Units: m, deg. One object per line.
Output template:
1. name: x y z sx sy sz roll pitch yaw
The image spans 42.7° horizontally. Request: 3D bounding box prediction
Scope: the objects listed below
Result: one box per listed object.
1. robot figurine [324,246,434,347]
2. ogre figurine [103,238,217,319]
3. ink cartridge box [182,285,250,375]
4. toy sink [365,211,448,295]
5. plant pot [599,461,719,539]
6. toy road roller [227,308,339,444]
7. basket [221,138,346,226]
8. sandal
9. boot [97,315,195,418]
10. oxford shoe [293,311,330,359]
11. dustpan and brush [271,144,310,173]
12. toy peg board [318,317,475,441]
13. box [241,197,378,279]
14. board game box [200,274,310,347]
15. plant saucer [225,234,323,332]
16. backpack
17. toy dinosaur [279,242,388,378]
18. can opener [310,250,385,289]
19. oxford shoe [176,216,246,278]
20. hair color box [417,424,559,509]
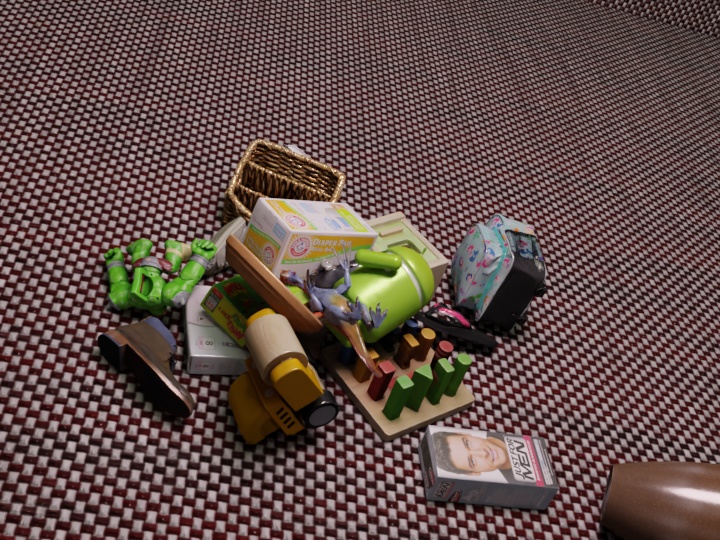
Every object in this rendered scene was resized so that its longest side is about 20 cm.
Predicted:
1. robot figurine: 0.035 0.039 1.496 0.200 0.176 0.116 -33 55 -19
2. ogre figurine: -0.339 0.009 1.499 0.199 0.098 0.120 8 57 2
3. ink cartridge box: -0.189 0.099 1.512 0.199 0.057 0.163 1 42 -16
4. toy sink: 0.044 -0.030 1.718 0.130 0.112 0.200 -16 51 -38
5. plant pot: 0.474 0.368 1.403 0.199 0.188 0.187 12 36 13
6. toy road roller: -0.133 0.169 1.348 0.146 0.200 0.123 -31 50 -3
7. basket: -0.150 -0.130 1.722 0.199 0.149 0.143 24 38 4
8. sandal: 0.166 0.089 1.642 0.199 0.045 0.075 19 10 -27
9. boot: -0.298 0.138 1.394 0.200 0.075 0.097 36 43 22
10. oxford shoe: -0.092 0.117 1.518 0.200 0.071 0.073 -18 80 -51
11. dustpan and brush: -0.098 -0.154 1.824 0.057 0.140 0.200 -38 91 -37
12. toy peg board: 0.072 0.151 1.525 0.199 0.098 0.199 -14 50 -37
13. box: -0.089 -0.052 1.600 0.199 0.102 0.113 1 34 -41
14. board game box: -0.164 0.050 1.533 0.102 0.048 0.200 43 29 12
15. plant saucer: -0.139 0.027 1.406 0.037 0.200 0.200 -45 64 -6
16. backpack: 0.258 -0.008 1.740 0.150 0.178 0.200 20 34 -9
17. toy dinosaur: -0.055 0.056 1.404 0.105 0.201 0.181 1 2 -41
18. can opener: 0.000 0.000 1.582 0.199 0.079 0.063 -23 30 -22
19. oxford shoe: -0.252 -0.024 1.621 0.058 0.075 0.200 56 40 -15
20. hair color box: 0.196 0.305 1.426 0.199 0.061 0.099 8 40 -14
